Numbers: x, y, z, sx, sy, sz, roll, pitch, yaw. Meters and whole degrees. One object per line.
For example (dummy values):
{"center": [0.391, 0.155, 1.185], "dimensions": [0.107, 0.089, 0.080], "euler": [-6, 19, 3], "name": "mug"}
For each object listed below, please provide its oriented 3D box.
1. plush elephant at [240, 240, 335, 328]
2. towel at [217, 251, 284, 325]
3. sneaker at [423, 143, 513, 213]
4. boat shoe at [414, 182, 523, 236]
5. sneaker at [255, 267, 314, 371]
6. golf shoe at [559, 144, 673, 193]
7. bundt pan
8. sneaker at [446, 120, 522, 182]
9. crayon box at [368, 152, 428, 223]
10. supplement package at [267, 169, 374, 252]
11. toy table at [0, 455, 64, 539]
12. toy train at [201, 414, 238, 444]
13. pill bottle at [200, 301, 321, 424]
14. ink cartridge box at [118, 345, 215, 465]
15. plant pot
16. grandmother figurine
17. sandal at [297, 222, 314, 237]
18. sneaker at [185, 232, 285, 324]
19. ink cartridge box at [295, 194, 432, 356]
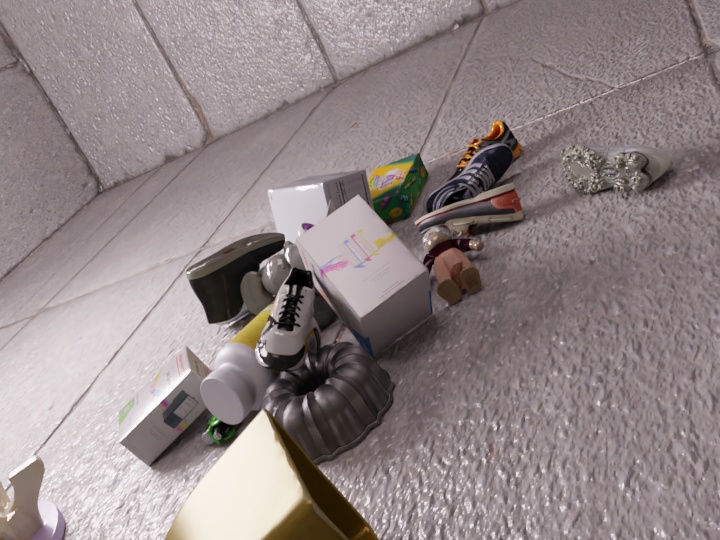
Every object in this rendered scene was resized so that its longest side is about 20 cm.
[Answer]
{"center": [-0.113, 0.023, 1.393], "dimensions": [0.162, 0.157, 0.201], "euler": [-20, 23, 21], "name": "plush elephant"}
{"center": [-0.205, 0.036, 1.541], "dimensions": [0.198, 0.049, 0.171], "euler": [-34, -5, -10], "name": "towel"}
{"center": [0.213, -0.158, 1.496], "dimensions": [0.199, 0.071, 0.109], "euler": [-36, 17, 2], "name": "sneaker"}
{"center": [0.186, -0.093, 1.401], "dimensions": [0.197, 0.064, 0.071], "euler": [-17, 6, 29], "name": "boat shoe"}
{"center": [-0.105, 0.067, 1.158], "dimensions": [0.072, 0.081, 0.201], "euler": [9, 31, -2], "name": "sneaker"}
{"center": [0.412, -0.170, 1.304], "dimensions": [0.096, 0.080, 0.199], "euler": [-19, 22, -25], "name": "golf shoe"}
{"center": [-0.055, 0.172, 1.114], "dimensions": [0.199, 0.077, 0.203], "euler": [-25, 21, 10], "name": "bundt pan"}
{"center": [0.234, -0.221, 1.601], "dimensions": [0.199, 0.078, 0.078], "euler": [-41, 26, -23], "name": "sneaker"}
{"center": [0.064, -0.168, 1.720], "dimensions": [0.117, 0.059, 0.201], "euler": [-17, 25, 27], "name": "crayon box"}
{"center": [-0.073, -0.103, 1.590], "dimensions": [0.110, 0.159, 0.198], "euler": [-21, 14, -35], "name": "supplement package"}
{"center": [-0.532, 0.376, 1.208], "dimensions": [0.183, 0.118, 0.199], "euler": [-40, 25, -24], "name": "toy table"}
{"center": [-0.200, 0.201, 1.281], "dimensions": [0.056, 0.042, 0.201], "euler": [-29, 20, 28], "name": "toy train"}
{"center": [-0.152, 0.139, 1.230], "dimensions": [0.110, 0.114, 0.200], "euler": [-11, 22, 38], "name": "pill bottle"}
{"center": [-0.298, 0.202, 1.306], "dimensions": [0.200, 0.067, 0.117], "euler": [-45, 23, -3], "name": "ink cartridge box"}
{"center": [-0.087, 0.294, 0.748], "dimensions": [0.199, 0.197, 0.194], "euler": [-40, 23, -6], "name": "plant pot"}
{"center": [0.143, -0.020, 1.307], "dimensions": [0.119, 0.062, 0.201], "euler": [-20, 25, -1], "name": "grandmother figurine"}
{"center": [-0.013, -0.028, 1.346], "dimensions": [0.050, 0.200, 0.083], "euler": [-58, 8, 24], "name": "sandal"}
{"center": [-0.209, 0.009, 1.433], "dimensions": [0.198, 0.108, 0.074], "euler": [-28, 21, -29], "name": "sneaker"}
{"center": [0.000, 0.000, 1.219], "dimensions": [0.124, 0.129, 0.200], "euler": [-35, 59, -12], "name": "ink cartridge box"}
